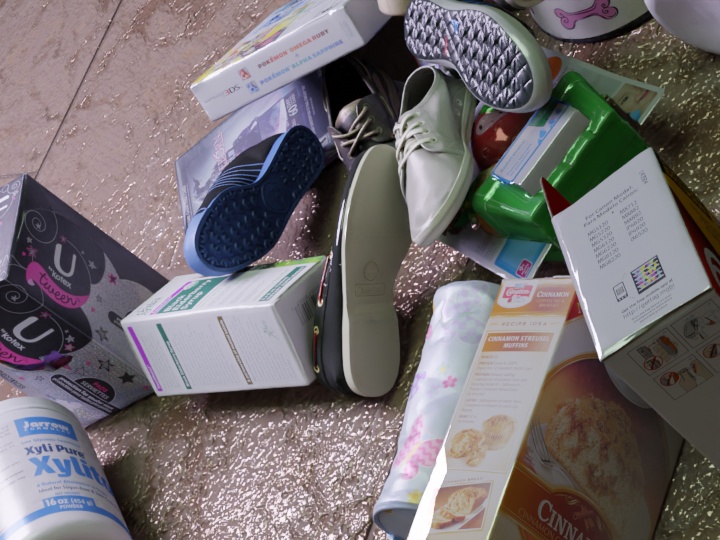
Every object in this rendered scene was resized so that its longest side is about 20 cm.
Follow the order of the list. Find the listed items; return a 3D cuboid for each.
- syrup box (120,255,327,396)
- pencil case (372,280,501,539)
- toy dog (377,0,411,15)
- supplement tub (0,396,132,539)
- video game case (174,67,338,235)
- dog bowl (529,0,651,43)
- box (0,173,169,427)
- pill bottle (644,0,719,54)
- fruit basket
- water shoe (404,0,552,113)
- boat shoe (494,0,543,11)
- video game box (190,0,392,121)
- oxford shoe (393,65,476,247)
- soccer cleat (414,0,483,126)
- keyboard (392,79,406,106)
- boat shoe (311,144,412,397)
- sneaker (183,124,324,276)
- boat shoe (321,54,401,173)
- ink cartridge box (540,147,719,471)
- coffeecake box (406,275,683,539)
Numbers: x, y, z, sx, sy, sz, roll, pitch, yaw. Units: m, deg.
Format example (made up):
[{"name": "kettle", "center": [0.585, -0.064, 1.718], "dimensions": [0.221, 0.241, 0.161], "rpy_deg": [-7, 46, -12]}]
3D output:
[{"name": "syrup box", "center": [-0.104, 0.049, 1.605], "dimensions": [0.199, 0.082, 0.079], "rpy_deg": [-6, 25, 44]}, {"name": "pencil case", "center": [0.070, 0.106, 1.385], "dimensions": [0.090, 0.083, 0.201], "rpy_deg": [-15, 49, 44]}, {"name": "toy dog", "center": [0.089, -0.292, 1.626], "dimensions": [0.096, 0.132, 0.201], "rpy_deg": [12, 52, 30]}, {"name": "supplement tub", "center": [-0.272, 0.213, 1.618], "dimensions": [0.132, 0.132, 0.200], "rpy_deg": [-45, 37, 7]}, {"name": "video game case", "center": [-0.095, -0.111, 1.800], "dimensions": [0.199, 0.019, 0.144], "rpy_deg": [-36, 41, 21]}, {"name": "dog bowl", "center": [0.205, -0.295, 1.599], "dimensions": [0.199, 0.074, 0.201], "rpy_deg": [-28, 41, 27]}, {"name": "box", "center": [-0.279, 0.031, 1.726], "dimensions": [0.114, 0.200, 0.133], "rpy_deg": [-28, 42, 29]}, {"name": "pill bottle", "center": [0.301, -0.273, 1.446], "dimensions": [0.109, 0.109, 0.201], "rpy_deg": [8, 65, 50]}, {"name": "fruit basket", "center": [0.126, -0.093, 1.485], "dimensions": [0.186, 0.094, 0.200], "rpy_deg": [-52, 38, -2]}, {"name": "water shoe", "center": [0.109, -0.179, 1.479], "dimensions": [0.200, 0.078, 0.072], "rpy_deg": [41, 131, 53]}, {"name": "boat shoe", "center": [0.129, -0.279, 1.552], "dimensions": [0.062, 0.073, 0.201], "rpy_deg": [-25, 38, 41]}, {"name": "video game box", "center": [-0.040, -0.223, 1.734], "dimensions": [0.181, 0.047, 0.200], "rpy_deg": [-21, 17, 31]}, {"name": "oxford shoe", "center": [0.052, -0.092, 1.485], "dimensions": [0.075, 0.058, 0.201], "rpy_deg": [-44, 24, 34]}, {"name": "soccer cleat", "center": [0.081, -0.182, 1.655], "dimensions": [0.073, 0.068, 0.201], "rpy_deg": [123, 147, -42]}, {"name": "keyboard", "center": [-0.013, -0.161, 1.774], "dimensions": [0.199, 0.011, 0.057], "rpy_deg": [20, 80, 53]}, {"name": "boat shoe", "center": [-0.002, 0.000, 1.521], "dimensions": [0.063, 0.073, 0.203], "rpy_deg": [1, 86, 51]}, {"name": "sneaker", "center": [-0.105, -0.053, 1.663], "dimensions": [0.078, 0.070, 0.200], "rpy_deg": [-25, 17, 43]}, {"name": "boat shoe", "center": [0.003, -0.115, 1.652], "dimensions": [0.074, 0.073, 0.201], "rpy_deg": [-41, 41, 18]}, {"name": "ink cartridge box", "center": [0.214, 0.024, 1.198], "dimensions": [0.084, 0.200, 0.176], "rpy_deg": [-35, 40, 19]}, {"name": "coffeecake box", "center": [0.129, 0.129, 1.240], "dimensions": [0.073, 0.153, 0.201], "rpy_deg": [-2, 57, 45]}]
